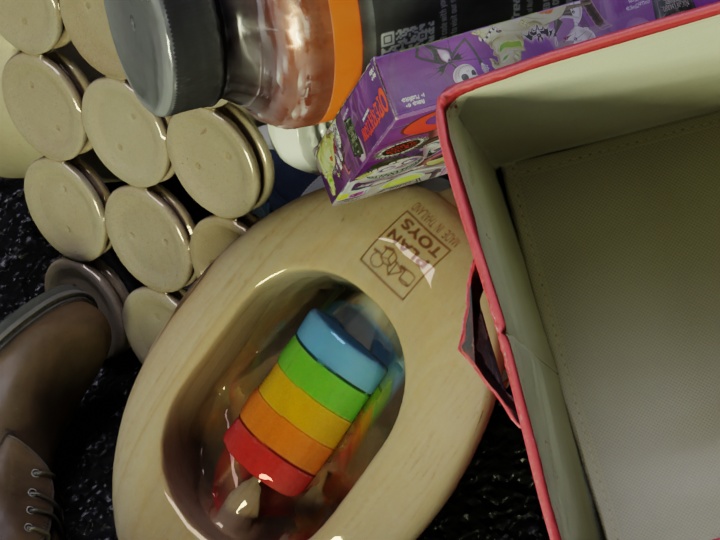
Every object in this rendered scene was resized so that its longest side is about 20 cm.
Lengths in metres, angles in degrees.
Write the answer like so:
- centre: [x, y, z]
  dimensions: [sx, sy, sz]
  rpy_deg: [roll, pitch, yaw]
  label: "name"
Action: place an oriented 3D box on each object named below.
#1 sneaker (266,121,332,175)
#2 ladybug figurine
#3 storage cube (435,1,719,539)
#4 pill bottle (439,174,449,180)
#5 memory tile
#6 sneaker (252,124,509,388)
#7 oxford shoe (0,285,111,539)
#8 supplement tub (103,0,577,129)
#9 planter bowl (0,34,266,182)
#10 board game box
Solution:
- centre: [-0.010, -0.127, 1.189]
  dimensions: [0.082, 0.074, 0.200]
  rpy_deg: [-4, 58, 42]
  label: "sneaker"
- centre: [-0.013, 0.052, 1.119]
  dimensions: [0.136, 0.072, 0.200]
  rpy_deg: [44, 103, 22]
  label: "ladybug figurine"
- centre: [0.138, 0.008, 1.004]
  dimensions: [0.200, 0.180, 0.171]
  rpy_deg: [-17, 80, 8]
  label: "storage cube"
- centre: [0.044, -0.133, 1.283]
  dimensions: [0.112, 0.112, 0.200]
  rpy_deg: [-5, 47, 21]
  label: "pill bottle"
- centre: [-0.088, -0.037, 1.191]
  dimensions: [0.153, 0.200, 0.017]
  rpy_deg: [18, 38, 39]
  label: "memory tile"
- centre: [0.000, 0.000, 1.205]
  dimensions: [0.200, 0.075, 0.085]
  rpy_deg: [19, 70, 44]
  label: "sneaker"
- centre: [-0.145, 0.096, 1.183]
  dimensions: [0.084, 0.073, 0.200]
  rpy_deg: [16, 63, 24]
  label: "oxford shoe"
- centre: [0.008, -0.115, 1.069]
  dimensions: [0.200, 0.107, 0.107]
  rpy_deg: [-15, 40, -19]
  label: "supplement tub"
- centre: [-0.088, -0.128, 1.290]
  dimensions: [0.134, 0.200, 0.200]
  rpy_deg: [13, 54, 19]
  label: "planter bowl"
- centre: [0.088, -0.076, 1.050]
  dimensions: [0.200, 0.120, 0.032]
  rpy_deg: [-17, 76, -14]
  label: "board game box"
